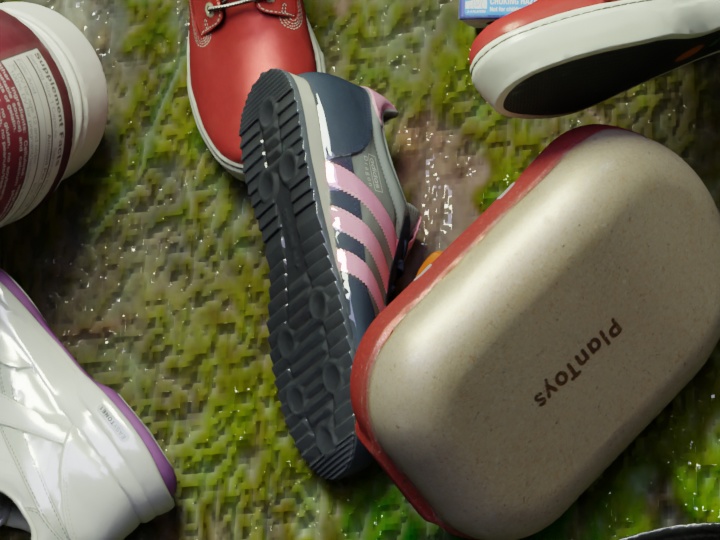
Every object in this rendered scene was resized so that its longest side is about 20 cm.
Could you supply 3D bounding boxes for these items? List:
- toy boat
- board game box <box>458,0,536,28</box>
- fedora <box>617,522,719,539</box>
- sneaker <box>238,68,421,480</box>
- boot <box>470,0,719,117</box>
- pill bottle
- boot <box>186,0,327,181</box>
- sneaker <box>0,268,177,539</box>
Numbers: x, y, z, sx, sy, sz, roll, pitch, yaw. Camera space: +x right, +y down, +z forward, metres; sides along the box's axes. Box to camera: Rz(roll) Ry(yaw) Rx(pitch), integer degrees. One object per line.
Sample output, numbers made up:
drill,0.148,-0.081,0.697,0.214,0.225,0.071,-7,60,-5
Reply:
toy boat,0.071,0.019,1.194,0.200,0.131,0.131,-44,31,-12
board game box,0.151,-0.220,1.291,0.200,0.041,0.200,1,89,15
fedora,0.126,0.178,1.087,0.200,0.092,0.201,-6,59,11
sneaker,0.000,0.000,1.241,0.070,0.082,0.200,-25,68,51
boot,0.105,-0.157,1.191,0.200,0.072,0.144,-23,80,-36
pill bottle,-0.206,-0.067,1.245,0.114,0.200,0.114,5,105,20
boot,-0.067,-0.155,1.299,0.072,0.144,0.200,-11,60,6
sneaker,-0.178,0.064,1.242,0.100,0.075,0.200,-40,59,-11
